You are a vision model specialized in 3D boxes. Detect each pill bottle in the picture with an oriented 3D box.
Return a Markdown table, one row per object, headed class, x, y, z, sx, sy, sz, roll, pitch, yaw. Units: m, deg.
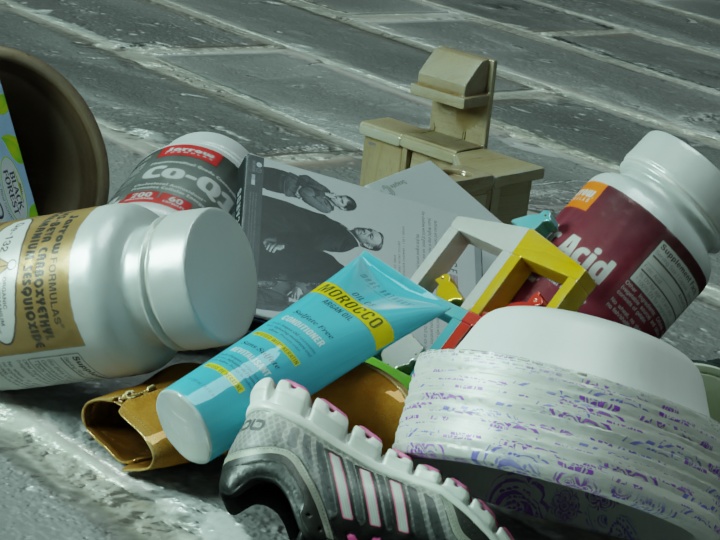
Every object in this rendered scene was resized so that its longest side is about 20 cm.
| class | x | y | z | sx | sy | sz | roll | pitch | yaw |
| --- | --- | --- | --- | --- | --- | --- | --- | --- | --- |
| pill bottle | -0.175 | 0.015 | 1.303 | 0.199 | 0.115 | 0.114 | -8 | 9 | 28 |
| pill bottle | -0.142 | -0.032 | 1.531 | 0.113 | 0.115 | 0.200 | 9 | 25 | 6 |
| pill bottle | 0.178 | 0.004 | 1.404 | 0.114 | 0.200 | 0.114 | 41 | -9 | 8 |

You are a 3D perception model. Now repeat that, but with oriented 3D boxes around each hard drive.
| class | x | y | z | sx | sy | sz | roll | pitch | yaw |
| --- | --- | --- | --- | --- | --- | --- | --- | --- | --- |
| hard drive | 0.098 | -0.008 | 1.591 | 0.200 | 0.027 | 0.132 | 41 | 28 | 14 |

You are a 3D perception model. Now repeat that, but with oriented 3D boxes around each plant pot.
| class | x | y | z | sx | sy | sz | roll | pitch | yaw |
| --- | --- | --- | --- | --- | --- | --- | --- | --- | --- |
| plant pot | -0.319 | -0.072 | 1.550 | 0.199 | 0.202 | 0.174 | -2 | 2 | -28 |

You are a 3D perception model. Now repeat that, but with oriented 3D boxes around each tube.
| class | x | y | z | sx | sy | sz | roll | pitch | yaw |
| --- | --- | --- | --- | --- | --- | --- | --- | --- | --- |
| tube | -0.037 | 0.051 | 1.225 | 0.077 | 0.051 | 0.199 | 37 | 50 | 26 |

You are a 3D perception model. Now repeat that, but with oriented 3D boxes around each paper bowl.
| class | x | y | z | sx | sy | sz | roll | pitch | yaw |
| --- | --- | --- | --- | --- | --- | --- | --- | --- | --- |
| paper bowl | 0.126 | 0.089 | 1.164 | 0.199 | 0.105 | 0.201 | 15 | -13 | 4 |

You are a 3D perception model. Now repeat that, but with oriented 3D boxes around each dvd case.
| class | x | y | z | sx | sy | sz | roll | pitch | yaw |
| --- | --- | --- | --- | --- | --- | --- | --- | --- | --- |
| dvd case | 0.000 | 0.000 | 1.473 | 0.199 | 0.025 | 0.151 | 16 | 50 | -18 |

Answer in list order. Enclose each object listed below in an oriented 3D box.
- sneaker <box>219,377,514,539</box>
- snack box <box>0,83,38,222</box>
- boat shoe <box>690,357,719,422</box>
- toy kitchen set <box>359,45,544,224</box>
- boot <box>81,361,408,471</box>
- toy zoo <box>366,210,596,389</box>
| class | x | y | z | sx | sy | sz | roll | pitch | yaw |
| --- | --- | --- | --- | --- | --- | --- | --- | --- | --- |
| sneaker | 0.002 | 0.147 | 1.122 | 0.199 | 0.074 | 0.088 | 32 | 66 | 11 |
| snack box | -0.300 | -0.041 | 1.379 | 0.067 | 0.202 | 0.169 | -10 | 9 | 24 |
| boat shoe | 0.265 | 0.096 | 1.386 | 0.198 | 0.075 | 0.066 | 5 | 15 | -8 |
| toy kitchen set | 0.046 | -0.116 | 1.834 | 0.199 | 0.165 | 0.180 | 21 | 21 | 39 |
| boot | -0.073 | 0.101 | 1.248 | 0.143 | 0.071 | 0.200 | -17 | 19 | -42 |
| toy zoo | 0.074 | 0.038 | 1.349 | 0.131 | 0.200 | 0.020 | 25 | -17 | 46 |
